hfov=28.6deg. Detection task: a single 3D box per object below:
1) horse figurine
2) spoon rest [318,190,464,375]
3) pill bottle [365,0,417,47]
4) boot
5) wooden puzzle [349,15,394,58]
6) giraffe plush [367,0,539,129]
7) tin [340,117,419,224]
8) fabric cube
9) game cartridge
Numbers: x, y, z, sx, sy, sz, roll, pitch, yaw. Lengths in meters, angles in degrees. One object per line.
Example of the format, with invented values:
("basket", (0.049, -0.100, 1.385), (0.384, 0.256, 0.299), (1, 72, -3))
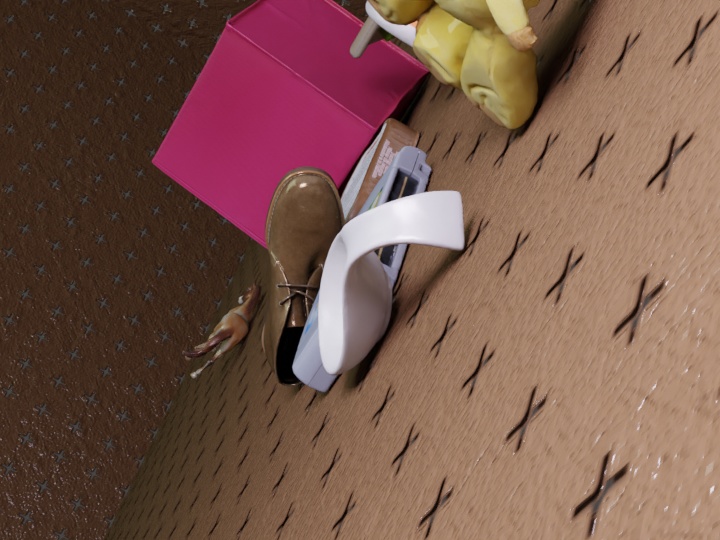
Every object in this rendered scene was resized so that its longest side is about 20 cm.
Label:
("horse figurine", (-0.210, 0.096, 2.176), (0.132, 0.050, 0.200), (-42, 4, 15))
("spoon rest", (0.003, 0.003, 0.950), (0.200, 0.060, 0.100), (132, 141, -57))
("pill bottle", (0.098, -0.284, 1.215), (0.201, 0.114, 0.114), (-59, 7, 16))
("boot", (-0.050, 0.009, 1.236), (0.076, 0.073, 0.201), (-100, 15, -62))
("wooden puzzle", (0.093, -0.292, 1.385), (0.199, 0.037, 0.185), (-32, -12, -34))
("giraffe plush", (0.099, -0.211, 0.858), (0.162, 0.173, 0.200), (-41, -8, -10))
("tin", (0.006, -0.068, 1.365), (0.112, 0.042, 0.201), (-49, 13, 42))
("fabric cube", (-0.074, -0.171, 1.560), (0.200, 0.196, 0.200), (-57, -3, 33))
("game cartridge", (0.000, 0.000, 1.144), (0.134, 0.040, 0.201), (-61, 6, 38))
